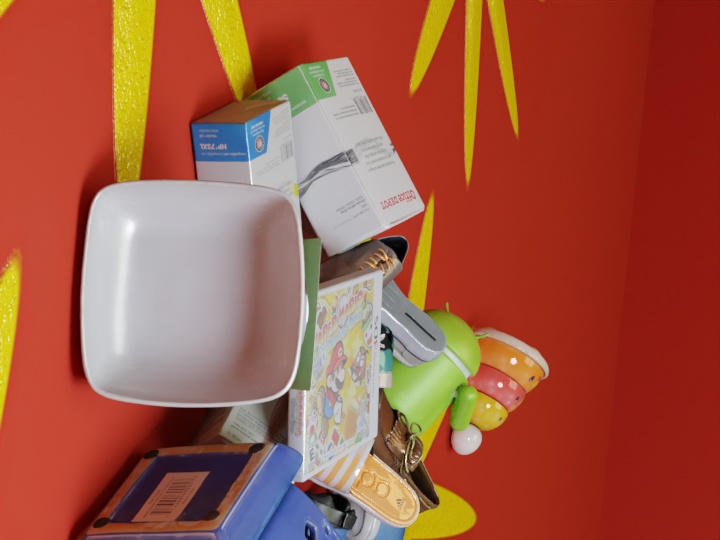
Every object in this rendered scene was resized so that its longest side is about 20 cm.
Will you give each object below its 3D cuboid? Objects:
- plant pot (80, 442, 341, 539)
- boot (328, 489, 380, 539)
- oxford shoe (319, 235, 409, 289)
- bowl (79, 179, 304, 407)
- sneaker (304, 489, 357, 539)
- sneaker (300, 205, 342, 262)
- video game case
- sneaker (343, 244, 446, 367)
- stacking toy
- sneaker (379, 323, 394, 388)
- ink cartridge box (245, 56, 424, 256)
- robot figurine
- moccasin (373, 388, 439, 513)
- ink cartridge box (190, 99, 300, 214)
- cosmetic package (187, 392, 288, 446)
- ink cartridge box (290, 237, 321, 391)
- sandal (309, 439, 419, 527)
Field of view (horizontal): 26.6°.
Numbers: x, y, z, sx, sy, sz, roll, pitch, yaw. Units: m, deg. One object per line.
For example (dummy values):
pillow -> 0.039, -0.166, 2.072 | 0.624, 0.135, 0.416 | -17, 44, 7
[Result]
plant pot -> -0.141, 0.273, 1.407 | 0.200, 0.198, 0.181 | -55, 134, -55
boot -> -0.027, 0.247, 1.891 | 0.095, 0.073, 0.202 | -4, 87, -63
oxford shoe -> 0.000, 0.000, 1.671 | 0.071, 0.073, 0.200 | 52, 23, -4
bowl -> -0.151, 0.023, 1.383 | 0.075, 0.198, 0.202 | 138, -47, -83
sneaker -> -0.032, 0.333, 1.854 | 0.200, 0.076, 0.112 | 47, 57, -53
sneaker -> -0.034, -0.006, 1.784 | 0.075, 0.104, 0.202 | 18, 74, -65
video game case -> -0.023, 0.100, 1.538 | 0.200, 0.023, 0.184 | -18, 111, -67
sneaker -> 0.016, 0.048, 1.906 | 0.200, 0.071, 0.073 | 47, 42, -6
stacking toy -> 0.201, 0.206, 2.442 | 0.201, 0.145, 0.146 | -62, 152, -16
sneaker -> 0.007, 0.095, 1.857 | 0.200, 0.071, 0.081 | -171, -92, -80
ink cartridge box -> -0.025, -0.129, 1.710 | 0.201, 0.084, 0.146 | 62, 23, 1
robot figurine -> 0.076, 0.135, 2.001 | 0.200, 0.175, 0.116 | -47, 153, -8
moccasin -> 0.050, 0.224, 1.884 | 0.074, 0.077, 0.203 | -68, 144, -54
ink cartridge box -> -0.115, -0.070, 1.611 | 0.116, 0.067, 0.202 | -40, 128, -62
cosmetic package -> -0.096, 0.135, 1.562 | 0.087, 0.103, 0.201 | 36, 49, -12
ink cartridge box -> -0.112, 0.040, 1.464 | 0.048, 0.199, 0.147 | 6, 86, -32
sandal -> 0.000, 0.232, 1.811 | 0.206, 0.059, 0.080 | 34, 61, -18
